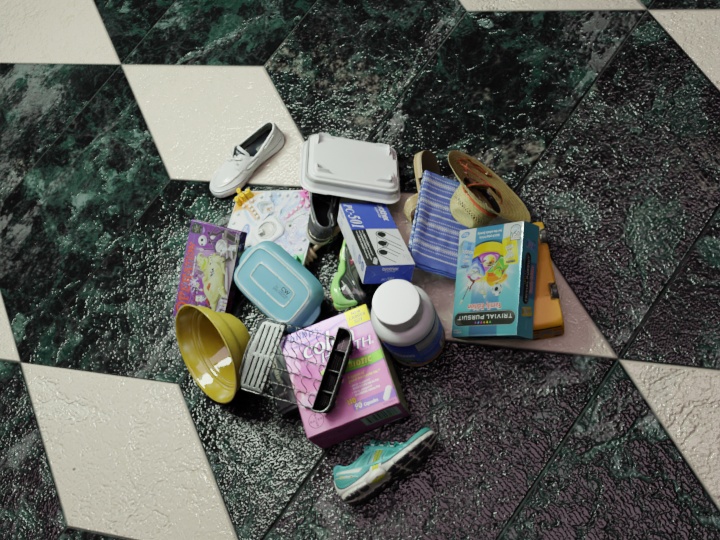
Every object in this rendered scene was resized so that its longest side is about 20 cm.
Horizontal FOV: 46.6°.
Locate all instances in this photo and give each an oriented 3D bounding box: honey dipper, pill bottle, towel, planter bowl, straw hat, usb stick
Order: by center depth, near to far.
[{"bbox_3d":[0.081,0.090,1.469,0.112,0.200,0.112,-6,66,13],"label":"pill bottle"},{"bbox_3d":[0.213,-0.125,1.549,0.085,0.201,0.201,-50,60,26],"label":"straw hat"},{"bbox_3d":[0.168,-0.081,1.578,0.145,0.024,0.200,17,69,-15],"label":"towel"},{"bbox_3d":[-0.261,0.143,1.581,0.083,0.200,0.200,-24,57,-36],"label":"planter bowl"},{"bbox_3d":[-0.153,0.176,1.588,0.055,0.033,0.200,-25,64,16],"label":"usb stick"},{"bbox_3d":[-0.055,-0.074,1.665,0.200,0.038,0.038,-39,63,-2],"label":"honey dipper"}]

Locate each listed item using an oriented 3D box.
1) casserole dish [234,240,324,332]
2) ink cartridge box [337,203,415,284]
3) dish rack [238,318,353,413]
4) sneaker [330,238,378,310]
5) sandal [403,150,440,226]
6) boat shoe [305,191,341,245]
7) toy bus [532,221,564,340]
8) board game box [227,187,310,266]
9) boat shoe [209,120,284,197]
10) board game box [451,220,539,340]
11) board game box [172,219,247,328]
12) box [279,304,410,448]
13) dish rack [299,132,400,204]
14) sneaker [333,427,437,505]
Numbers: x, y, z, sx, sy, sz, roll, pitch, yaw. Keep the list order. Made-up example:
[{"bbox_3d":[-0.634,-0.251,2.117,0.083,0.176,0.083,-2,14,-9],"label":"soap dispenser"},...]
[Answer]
[{"bbox_3d":[-0.161,0.029,1.589,0.200,0.039,0.121,41,98,16],"label":"casserole dish"},{"bbox_3d":[0.026,-0.054,1.555,0.094,0.044,0.200,-2,38,-17],"label":"ink cartridge box"},{"bbox_3d":[-0.118,0.161,1.468,0.200,0.055,0.154,12,71,20],"label":"dish rack"},{"bbox_3d":[0.000,0.000,1.581,0.084,0.077,0.200,1,47,13],"label":"sneaker"},{"bbox_3d":[0.117,-0.125,1.635,0.070,0.078,0.212,-17,69,45],"label":"sandal"},{"bbox_3d":[-0.068,-0.149,1.645,0.073,0.063,0.200,10,64,-11],"label":"boat shoe"},{"bbox_3d":[0.317,0.017,1.504,0.065,0.078,0.200,-11,65,11],"label":"toy bus"},{"bbox_3d":[-0.190,-0.082,1.689,0.200,0.026,0.200,1,61,23],"label":"board game box"},{"bbox_3d":[-0.250,-0.241,1.775,0.074,0.065,0.200,38,81,25],"label":"boat shoe"},{"bbox_3d":[0.238,0.021,1.482,0.151,0.047,0.200,-8,72,49],"label":"board game box"},{"bbox_3d":[-0.300,0.008,1.660,0.120,0.032,0.200,15,96,26],"label":"board game box"},{"bbox_3d":[-0.029,0.192,1.514,0.176,0.097,0.200,-22,63,6],"label":"box"},{"bbox_3d":[-0.017,-0.209,1.643,0.200,0.044,0.172,9,42,-9],"label":"dish rack"},{"bbox_3d":[0.040,0.325,1.454,0.200,0.078,0.080,-31,54,1],"label":"sneaker"}]
